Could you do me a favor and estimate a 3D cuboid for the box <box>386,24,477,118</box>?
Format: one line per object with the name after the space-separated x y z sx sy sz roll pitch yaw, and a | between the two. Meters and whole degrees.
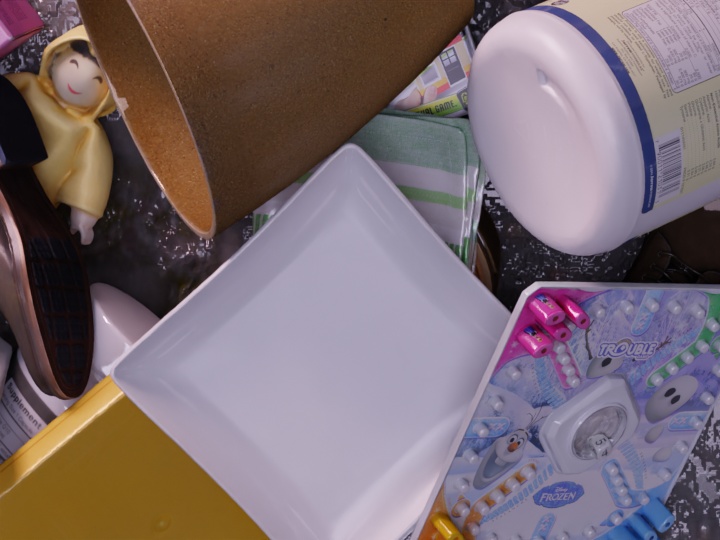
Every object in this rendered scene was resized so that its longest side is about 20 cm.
-0.027 -0.124 1.361 0.199 0.035 0.111 -19 99 7 | box

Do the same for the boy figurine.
-0.206 -0.071 1.369 0.124 0.064 0.200 43 103 2 | boy figurine

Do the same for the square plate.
-0.011 0.060 1.285 0.198 0.028 0.200 -43 103 2 | square plate

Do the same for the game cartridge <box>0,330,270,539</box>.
-0.130 0.149 1.345 0.176 0.032 0.200 -39 131 -10 | game cartridge

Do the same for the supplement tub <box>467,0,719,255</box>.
0.178 -0.107 1.262 0.199 0.145 0.146 -24 100 -26 | supplement tub

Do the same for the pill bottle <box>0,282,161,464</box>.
-0.197 0.112 1.377 0.114 0.114 0.200 41 100 -4 | pill bottle

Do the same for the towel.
0.000 0.000 1.333 0.152 0.023 0.201 8 102 21 | towel

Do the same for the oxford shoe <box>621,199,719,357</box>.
0.200 0.006 1.347 0.072 0.084 0.201 30 100 0 | oxford shoe

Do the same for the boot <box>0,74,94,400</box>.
-0.228 -0.009 1.317 0.096 0.075 0.201 -19 81 22 | boot

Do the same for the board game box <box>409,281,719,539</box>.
0.144 0.098 1.313 0.199 0.026 0.201 1 123 -37 | board game box

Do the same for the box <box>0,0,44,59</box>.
-0.332 -0.163 1.342 0.199 0.097 0.176 -34 97 10 | box

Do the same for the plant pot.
-0.041 -0.146 1.258 0.199 0.186 0.187 -27 99 -13 | plant pot

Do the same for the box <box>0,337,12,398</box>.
-0.347 0.076 1.293 0.200 0.131 0.199 42 103 -16 | box

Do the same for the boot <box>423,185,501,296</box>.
0.024 0.032 1.372 0.154 0.074 0.201 -25 93 15 | boot
